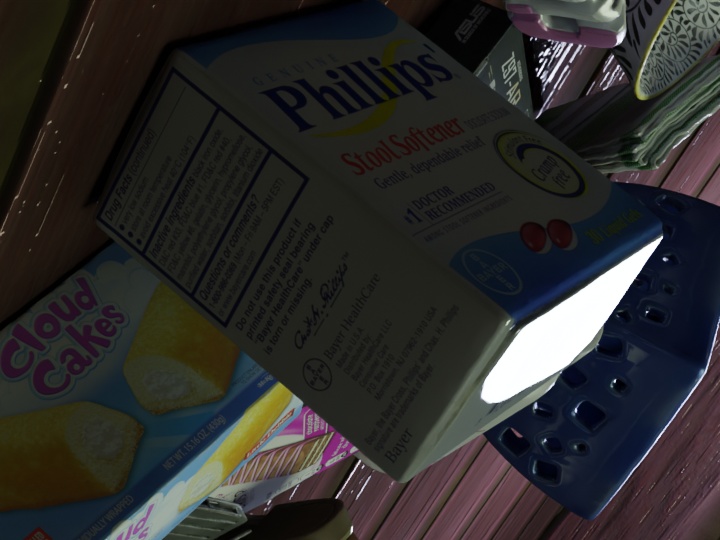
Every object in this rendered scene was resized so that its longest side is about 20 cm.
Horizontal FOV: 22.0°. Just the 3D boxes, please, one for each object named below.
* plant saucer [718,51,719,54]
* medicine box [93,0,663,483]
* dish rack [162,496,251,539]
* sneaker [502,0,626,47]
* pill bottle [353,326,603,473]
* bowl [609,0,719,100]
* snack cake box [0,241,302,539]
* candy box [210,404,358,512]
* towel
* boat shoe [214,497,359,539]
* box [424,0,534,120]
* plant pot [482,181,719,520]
[{"bbox_3d":[0.416,-0.252,1.830,0.200,0.029,0.200,-45,165,-15],"label":"plant saucer"},{"bbox_3d":[0.012,-0.024,0.880,0.182,0.200,0.103,-27,153,-56],"label":"medicine box"},{"bbox_3d":[-0.158,0.177,0.993,0.200,0.055,0.153,-32,154,24],"label":"dish rack"},{"bbox_3d":[0.100,-0.196,0.974,0.200,0.080,0.089,45,60,-63],"label":"sneaker"},{"bbox_3d":[0.072,0.059,1.315,0.200,0.113,0.113,-38,177,42],"label":"pill bottle"},{"bbox_3d":[0.204,-0.216,1.176,0.201,0.094,0.201,-46,165,-16],"label":"bowl"},{"bbox_3d":[-0.131,0.077,0.878,0.200,0.115,0.067,-42,162,-31],"label":"snack cake box"},{"bbox_3d":[-0.083,0.098,1.069,0.200,0.061,0.136,-27,158,-15],"label":"candy box"},{"bbox_3d":[0.166,-0.094,1.288,0.149,0.031,0.200,-37,-166,-36],"label":"towel"},{"bbox_3d":[-0.078,0.187,1.129,0.200,0.068,0.072,-9,-160,45],"label":"boat shoe"},{"bbox_3d":[0.047,-0.040,1.106,0.160,0.044,0.200,-54,152,-23],"label":"box"},{"bbox_3d":[0.165,0.040,1.455,0.200,0.180,0.200,-64,180,42],"label":"plant pot"}]
